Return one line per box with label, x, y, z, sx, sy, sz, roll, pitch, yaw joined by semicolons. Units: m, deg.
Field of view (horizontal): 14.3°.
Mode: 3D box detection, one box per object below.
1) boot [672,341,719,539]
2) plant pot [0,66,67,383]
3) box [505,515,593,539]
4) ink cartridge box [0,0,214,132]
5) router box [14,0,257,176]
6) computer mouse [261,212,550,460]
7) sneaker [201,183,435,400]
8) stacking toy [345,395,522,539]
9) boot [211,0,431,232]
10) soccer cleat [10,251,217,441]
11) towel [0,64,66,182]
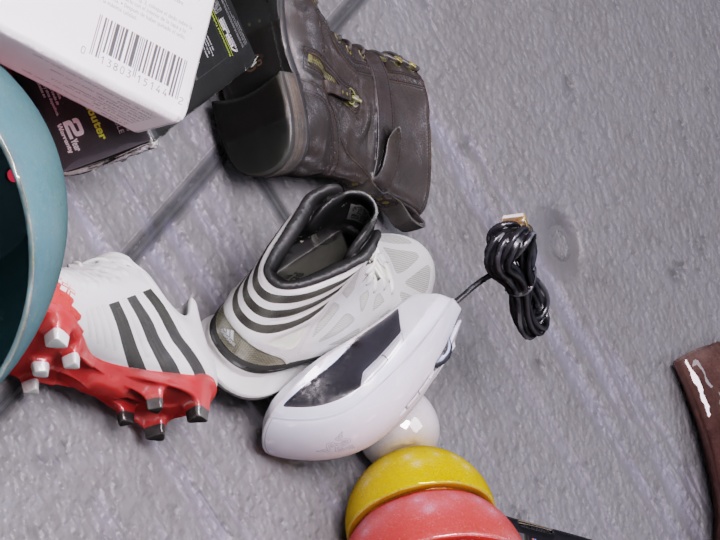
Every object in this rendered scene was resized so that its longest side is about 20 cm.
boot;0.247;0.137;1.943;0.200;0.072;0.167;-20;81;-51
plant pot;-0.215;-0.031;1.324;0.201;0.199;0.135;68;22;-7
box;0.123;0.260;1.737;0.198;0.050;0.201;19;62;-47
ink cartridge box;-0.153;-0.188;1.419;0.200;0.045;0.177;27;68;-34
router box;-0.144;-0.168;1.528;0.201;0.062;0.150;66;26;-11
computer mouse;0.031;0.052;1.623;0.200;0.044;0.110;-37;154;-16
sneaker;0.000;0.000;1.613;0.076;0.115;0.200;48;37;13
stacking toy;0.039;0.151;1.634;0.146;0.146;0.201;29;40;-42
boot;-0.022;-0.127;1.700;0.174;0.069;0.201;7;75;-56
soccer cleat;-0.147;0.022;1.481;0.200;0.068;0.086;28;47;-46
towel;-0.210;-0.122;1.449;0.145;0.022;0.201;-43;112;-72
